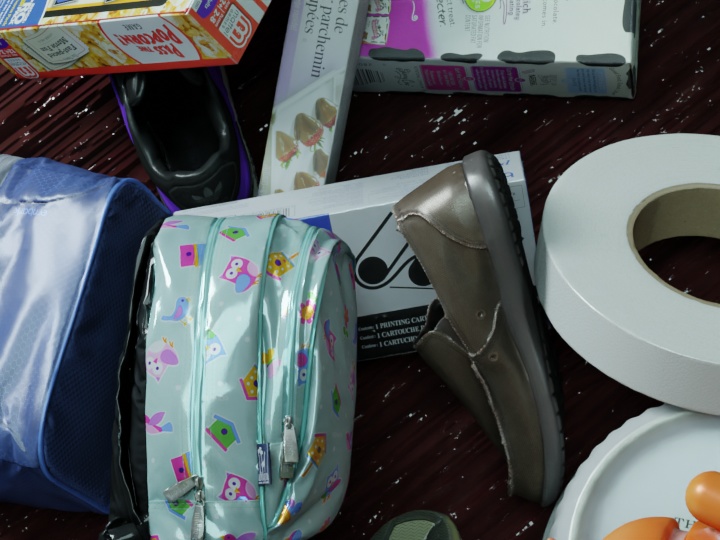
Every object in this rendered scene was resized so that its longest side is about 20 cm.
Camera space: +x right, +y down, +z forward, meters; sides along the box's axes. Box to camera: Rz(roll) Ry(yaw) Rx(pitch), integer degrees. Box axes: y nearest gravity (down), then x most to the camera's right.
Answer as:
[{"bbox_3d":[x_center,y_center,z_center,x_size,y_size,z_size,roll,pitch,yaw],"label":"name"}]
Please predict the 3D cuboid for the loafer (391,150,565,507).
[{"bbox_3d":[0.065,0.035,1.212,0.070,0.073,0.201,-13,105,9],"label":"loafer"}]

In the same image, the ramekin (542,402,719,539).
[{"bbox_3d":[0.189,0.159,1.170,0.199,0.105,0.202,-2,72,7],"label":"ramekin"}]

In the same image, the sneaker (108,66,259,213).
[{"bbox_3d":[-0.113,-0.116,1.301,0.069,0.100,0.201,-25,68,0],"label":"sneaker"}]

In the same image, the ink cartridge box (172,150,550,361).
[{"bbox_3d":[0.000,0.000,1.252,0.198,0.044,0.095,-10,115,4],"label":"ink cartridge box"}]

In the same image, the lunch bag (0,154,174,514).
[{"bbox_3d":[-0.191,0.042,1.244,0.131,0.136,0.201,9,71,21],"label":"lunch bag"}]

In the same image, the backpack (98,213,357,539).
[{"bbox_3d":[-0.065,0.070,1.172,0.126,0.167,0.202,2,87,0],"label":"backpack"}]

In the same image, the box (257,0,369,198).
[{"bbox_3d":[-0.025,-0.105,1.268,0.038,0.041,0.201,13,107,6],"label":"box"}]

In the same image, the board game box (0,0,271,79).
[{"bbox_3d":[-0.114,-0.184,1.261,0.199,0.046,0.152,2,58,47],"label":"board game box"}]

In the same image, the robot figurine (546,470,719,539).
[{"bbox_3d":[0.180,0.176,1.046,0.199,0.144,0.117,7,59,17],"label":"robot figurine"}]

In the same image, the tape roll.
[{"bbox_3d":[0.192,-0.002,1.200,0.201,0.037,0.203,4,38,-3],"label":"tape roll"}]

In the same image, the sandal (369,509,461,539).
[{"bbox_3d":[0.037,0.229,1.198,0.079,0.057,0.203,-7,88,36],"label":"sandal"}]

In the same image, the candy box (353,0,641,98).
[{"bbox_3d":[0.065,-0.175,1.316,0.198,0.061,0.137,3,74,10],"label":"candy box"}]
